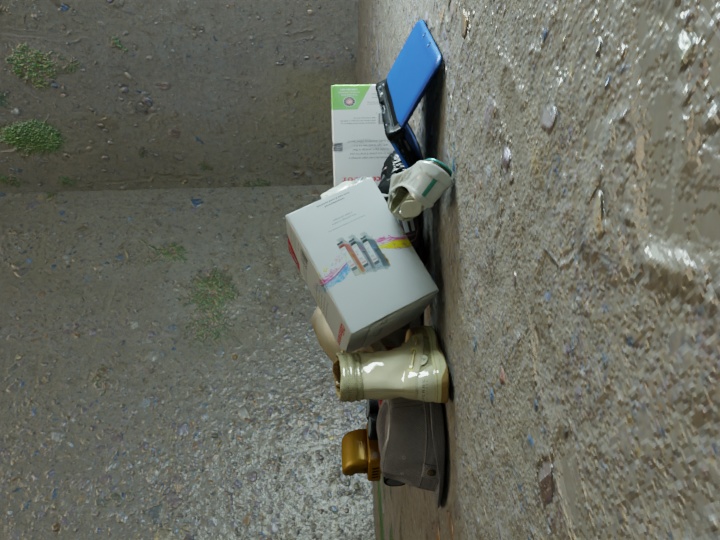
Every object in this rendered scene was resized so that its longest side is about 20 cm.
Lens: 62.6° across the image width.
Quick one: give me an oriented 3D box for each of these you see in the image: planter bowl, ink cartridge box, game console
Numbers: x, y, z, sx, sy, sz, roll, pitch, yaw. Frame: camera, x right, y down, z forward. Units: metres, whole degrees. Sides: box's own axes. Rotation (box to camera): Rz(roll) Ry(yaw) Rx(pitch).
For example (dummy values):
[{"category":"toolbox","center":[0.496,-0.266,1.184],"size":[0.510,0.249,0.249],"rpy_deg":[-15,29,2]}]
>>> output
[{"category":"planter bowl","center":[0.010,0.139,1.220],"size":[0.201,0.200,0.135],"rpy_deg":[91,165,-47]},{"category":"ink cartridge box","center":[-0.003,-0.001,0.883],"size":[0.200,0.144,0.145],"rpy_deg":[61,166,15]},{"category":"game console","center":[0.093,-0.246,0.886],"size":[0.171,0.118,0.200],"rpy_deg":[52,-160,-33]},{"category":"ink cartridge box","center":[0.016,-0.263,1.177],"size":[0.084,0.145,0.201],"rpy_deg":[-102,11,-77]}]

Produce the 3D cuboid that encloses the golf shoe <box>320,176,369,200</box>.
[{"category":"golf shoe","center":[-0.021,-0.122,1.066],"size":[0.200,0.097,0.079],"rpy_deg":[47,-144,-81]}]

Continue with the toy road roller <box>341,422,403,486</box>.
[{"category":"toy road roller","center":[0.031,0.381,1.277],"size":[0.200,0.146,0.123],"rpy_deg":[91,176,-48]}]

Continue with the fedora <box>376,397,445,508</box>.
[{"category":"fedora","center":[0.071,0.259,0.895],"size":[0.177,0.090,0.200],"rpy_deg":[-94,3,-50]}]

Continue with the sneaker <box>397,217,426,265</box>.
[{"category":"sneaker","center":[0.069,-0.049,0.993],"size":[0.200,0.075,0.116],"rpy_deg":[4,-108,-85]}]

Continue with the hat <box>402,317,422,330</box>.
[{"category":"hat","center":[0.062,0.051,1.089],"size":[0.201,0.081,0.201],"rpy_deg":[178,90,-86]}]

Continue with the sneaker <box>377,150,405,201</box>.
[{"category":"sneaker","center":[0.063,-0.172,1.051],"size":[0.200,0.076,0.088],"rpy_deg":[-102,16,-76]}]

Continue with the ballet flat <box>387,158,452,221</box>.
[{"category":"ballet flat","center":[0.067,-0.100,0.799],"size":[0.200,0.069,0.070],"rpy_deg":[167,101,-82]}]

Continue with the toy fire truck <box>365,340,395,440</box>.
[{"category":"toy fire truck","center":[0.051,0.184,1.064],"size":[0.176,0.128,0.200],"rpy_deg":[-95,12,-61]}]

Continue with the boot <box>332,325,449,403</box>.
[{"category":"boot","center":[0.037,0.133,0.854],"size":[0.200,0.155,0.073],"rpy_deg":[-100,8,-73]}]
